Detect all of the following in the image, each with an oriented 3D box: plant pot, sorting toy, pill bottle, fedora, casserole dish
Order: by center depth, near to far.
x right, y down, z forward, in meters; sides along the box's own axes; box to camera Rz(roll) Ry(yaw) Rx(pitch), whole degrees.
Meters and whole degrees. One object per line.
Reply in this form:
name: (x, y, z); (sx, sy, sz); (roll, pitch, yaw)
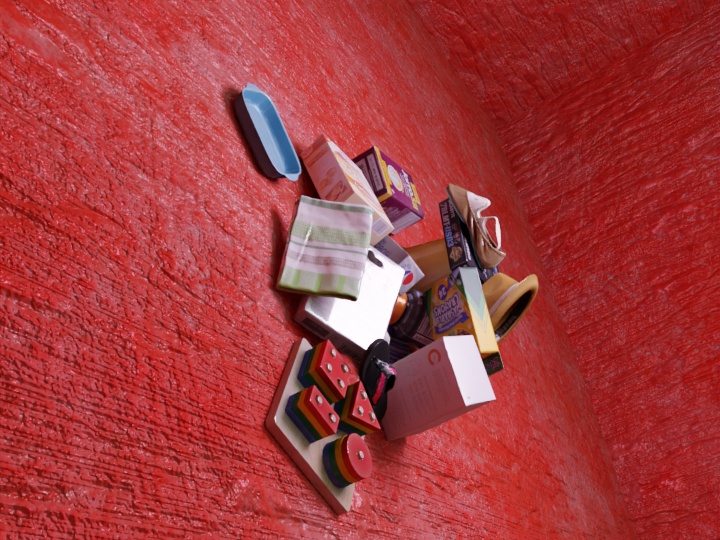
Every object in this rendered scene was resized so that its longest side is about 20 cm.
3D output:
sorting toy: (-0.042, 0.229, 1.120); (0.200, 0.069, 0.201); (55, 24, -21)
casserole dish: (-0.179, -0.254, 1.362); (0.203, 0.038, 0.121); (67, 22, 3)
fedora: (0.272, 0.073, 1.446); (0.082, 0.202, 0.200); (41, 13, 24)
pill bottle: (0.136, 0.109, 1.497); (0.198, 0.106, 0.107); (27, 37, -20)
plant pot: (0.153, 0.020, 1.612); (0.201, 0.187, 0.203); (47, 27, -33)

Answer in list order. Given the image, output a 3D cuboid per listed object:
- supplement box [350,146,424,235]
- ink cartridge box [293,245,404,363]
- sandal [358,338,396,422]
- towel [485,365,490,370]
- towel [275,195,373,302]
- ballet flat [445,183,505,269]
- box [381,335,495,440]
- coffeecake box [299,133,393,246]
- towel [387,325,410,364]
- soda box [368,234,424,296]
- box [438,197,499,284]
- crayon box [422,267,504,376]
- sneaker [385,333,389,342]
supplement box: (0.056, -0.186, 1.723); (0.199, 0.102, 0.133); (25, 44, -58)
ink cartridge box: (-0.015, 0.043, 1.274); (0.161, 0.057, 0.202); (34, 47, -17)
sandal: (0.036, 0.197, 1.221); (0.075, 0.045, 0.203); (-36, 137, -36)
towel: (0.231, 0.200, 1.587); (0.048, 0.200, 0.114); (-3, 64, -31)
towel: (-0.059, -0.043, 1.243); (0.031, 0.146, 0.203); (92, 6, -52)
ballet flat: (0.246, -0.103, 1.491); (0.067, 0.072, 0.203); (4, 61, -60)
box: (0.127, 0.215, 1.314); (0.096, 0.199, 0.127); (2, 63, -46)
coffeecake box: (-0.030, -0.164, 1.493); (0.153, 0.073, 0.202); (38, 19, -47)
towel: (0.079, 0.203, 1.473); (0.144, 0.024, 0.203); (29, 41, -53)
soda box: (0.055, -0.027, 1.495); (0.064, 0.068, 0.200); (50, -1, -31)
box: (0.245, -0.030, 1.564); (0.199, 0.049, 0.202); (46, 28, -39)
crayon box: (0.193, 0.112, 1.380); (0.051, 0.126, 0.204); (1, 65, -32)
sneaker: (-0.015, 0.097, 1.314); (0.200, 0.075, 0.077); (48, 37, -23)
